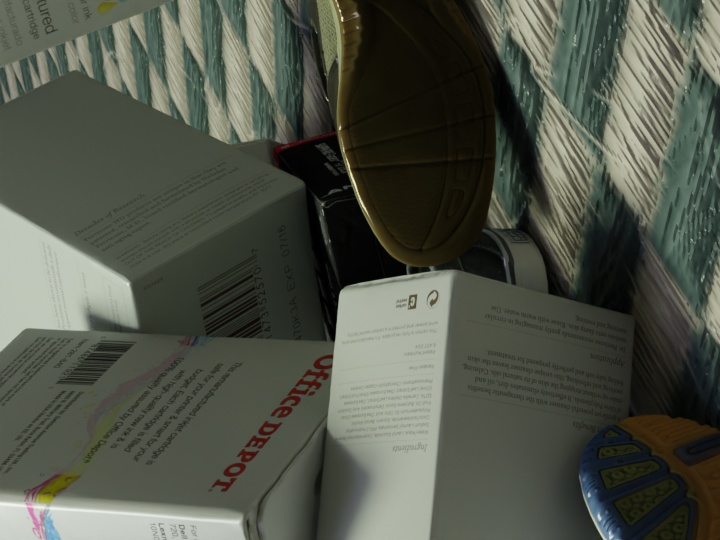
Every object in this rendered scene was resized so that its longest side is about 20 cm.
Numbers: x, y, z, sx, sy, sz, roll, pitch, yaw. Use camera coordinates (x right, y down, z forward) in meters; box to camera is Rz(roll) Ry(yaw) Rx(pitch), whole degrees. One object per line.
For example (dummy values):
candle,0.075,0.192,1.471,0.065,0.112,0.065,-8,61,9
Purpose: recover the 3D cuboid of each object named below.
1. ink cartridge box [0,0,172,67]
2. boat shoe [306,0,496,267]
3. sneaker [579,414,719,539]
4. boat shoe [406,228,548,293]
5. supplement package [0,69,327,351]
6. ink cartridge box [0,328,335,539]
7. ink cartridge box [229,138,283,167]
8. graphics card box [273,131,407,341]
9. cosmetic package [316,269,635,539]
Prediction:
ink cartridge box,-0.118,-0.205,1.040,0.086,0.200,0.148,46,154,55
boat shoe,0.016,-0.100,0.984,0.065,0.073,0.200,151,109,-86
sneaker,0.146,0.138,0.833,0.200,0.075,0.088,-127,23,-48
boat shoe,0.052,0.082,1.005,0.072,0.068,0.200,7,101,64
supplement package,-0.127,-0.008,1.139,0.200,0.117,0.117,28,138,40
ink cartridge box,-0.096,0.097,0.975,0.200,0.145,0.084,1,119,26
ink cartridge box,-0.067,0.027,1.304,0.147,0.083,0.200,-16,-85,-86
graphics card box,0.000,0.000,1.148,0.200,0.051,0.126,-127,24,-77
cosmetic package,0.046,0.109,0.901,0.085,0.108,0.200,-8,71,52
